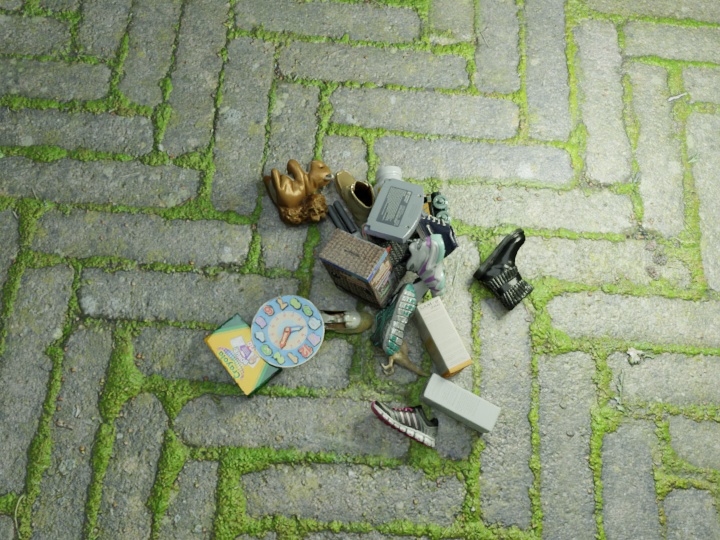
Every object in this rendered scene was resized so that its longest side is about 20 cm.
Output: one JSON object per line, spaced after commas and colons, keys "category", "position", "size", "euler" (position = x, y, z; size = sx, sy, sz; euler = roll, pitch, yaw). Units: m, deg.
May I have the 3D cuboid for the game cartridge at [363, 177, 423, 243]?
{"category": "game cartridge", "position": [0.100, -0.164, 1.653], "size": [0.132, 0.042, 0.201], "euler": [19, 58, 7]}

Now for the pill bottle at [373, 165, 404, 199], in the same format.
{"category": "pill bottle", "position": [0.094, -0.200, 1.768], "size": [0.111, 0.112, 0.201], "euler": [-6, 73, -5]}

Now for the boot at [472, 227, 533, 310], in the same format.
{"category": "boot", "position": [0.447, -0.003, 1.738], "size": [0.158, 0.079, 0.211], "euler": [41, 85, 17]}

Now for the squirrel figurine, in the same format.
{"category": "squirrel figurine", "position": [-0.164, -0.233, 1.774], "size": [0.186, 0.141, 0.201], "euler": [-20, 88, -20]}

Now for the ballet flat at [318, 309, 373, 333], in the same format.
{"category": "ballet flat", "position": [-0.061, 0.139, 1.677], "size": [0.199, 0.071, 0.071], "euler": [1, 72, -3]}

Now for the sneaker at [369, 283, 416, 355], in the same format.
{"category": "sneaker", "position": [0.083, 0.124, 1.635], "size": [0.091, 0.078, 0.201], "euler": [16, 79, 38]}

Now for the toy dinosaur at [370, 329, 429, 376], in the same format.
{"category": "toy dinosaur", "position": [0.097, 0.239, 1.656], "size": [0.101, 0.058, 0.200], "euler": [-41, 78, -15]}

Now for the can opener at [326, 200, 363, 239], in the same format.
{"category": "can opener", "position": [-0.036, -0.121, 1.766], "size": [0.052, 0.067, 0.201], "euler": [-28, 71, -10]}

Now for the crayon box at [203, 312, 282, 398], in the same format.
{"category": "crayon box", "position": [-0.319, 0.231, 1.637], "size": [0.119, 0.058, 0.200], "euler": [-39, 78, -14]}

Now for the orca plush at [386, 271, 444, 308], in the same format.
{"category": "orca plush", "position": [0.141, 0.045, 1.713], "size": [0.200, 0.105, 0.071], "euler": [-52, 42, 3]}

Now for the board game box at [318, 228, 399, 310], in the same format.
{"category": "board game box", "position": [0.000, 0.000, 1.634], "size": [0.159, 0.200, 0.097], "euler": [25, 71, 26]}

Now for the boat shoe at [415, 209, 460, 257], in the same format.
{"category": "boat shoe", "position": [0.207, -0.127, 1.688], "size": [0.092, 0.075, 0.201], "euler": [-29, 78, 24]}

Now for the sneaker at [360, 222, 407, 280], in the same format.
{"category": "sneaker", "position": [0.065, -0.060, 1.727], "size": [0.070, 0.093, 0.200], "euler": [-41, 119, -13]}

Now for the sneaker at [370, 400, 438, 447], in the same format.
{"category": "sneaker", "position": [0.124, 0.389, 1.603], "size": [0.199, 0.074, 0.088], "euler": [29, 73, 1]}

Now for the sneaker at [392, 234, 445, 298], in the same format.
{"category": "sneaker", "position": [0.157, -0.004, 1.632], "size": [0.139, 0.201, 0.078], "euler": [-5, 28, 2]}

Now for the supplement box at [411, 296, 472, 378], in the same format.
{"category": "supplement box", "position": [0.220, 0.186, 1.644], "size": [0.073, 0.126, 0.201], "euler": [-24, 76, -9]}

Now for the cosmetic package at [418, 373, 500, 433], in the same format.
{"category": "cosmetic package", "position": [0.262, 0.356, 1.604], "size": [0.199, 0.102, 0.074], "euler": [26, 74, 5]}

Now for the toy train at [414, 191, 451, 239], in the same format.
{"category": "toy train", "position": [0.212, -0.137, 1.774], "size": [0.113, 0.085, 0.201], "euler": [-9, 72, 4]}

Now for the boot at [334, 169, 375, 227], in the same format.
{"category": "boot", "position": [-0.016, -0.235, 1.751], "size": [0.072, 0.156, 0.201], "euler": [-21, 74, -9]}

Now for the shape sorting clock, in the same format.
{"category": "shape sorting clock", "position": [-0.196, 0.161, 1.617], "size": [0.199, 0.039, 0.201], "euler": [1, 74, -3]}
